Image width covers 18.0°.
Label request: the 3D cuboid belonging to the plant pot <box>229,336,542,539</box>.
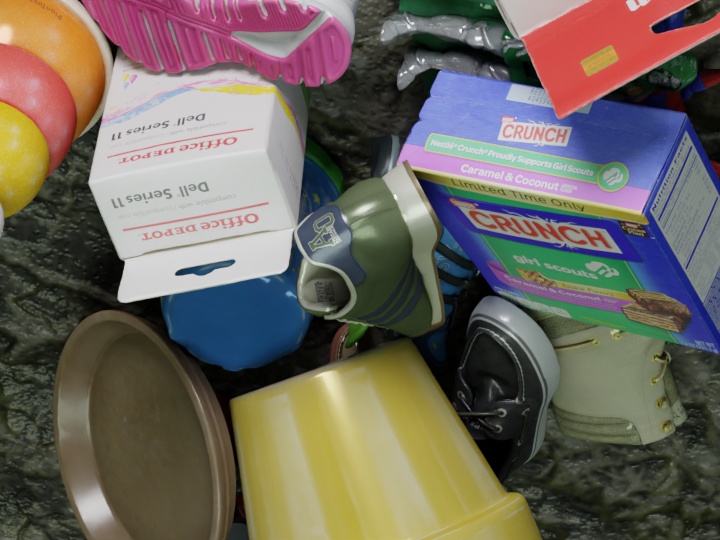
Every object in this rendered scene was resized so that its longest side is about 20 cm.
[{"bbox_3d":[0.005,0.152,1.505,0.201,0.201,0.189,-20,88,18],"label":"plant pot"}]

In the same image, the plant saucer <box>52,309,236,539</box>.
[{"bbox_3d":[-0.144,0.123,1.538,0.029,0.200,0.200,-14,141,-38],"label":"plant saucer"}]

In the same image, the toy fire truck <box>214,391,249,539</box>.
[{"bbox_3d":[-0.075,0.155,1.656,0.200,0.176,0.129,-9,147,-49],"label":"toy fire truck"}]

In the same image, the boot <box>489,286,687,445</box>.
[{"bbox_3d":[0.207,0.045,1.582,0.200,0.072,0.155,-13,127,21],"label":"boot"}]

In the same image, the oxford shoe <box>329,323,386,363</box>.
[{"bbox_3d":[0.042,0.124,1.621,0.075,0.070,0.200,-8,111,50],"label":"oxford shoe"}]

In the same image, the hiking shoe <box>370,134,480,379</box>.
[{"bbox_3d":[0.056,-0.002,1.547,0.087,0.074,0.200,-3,129,6],"label":"hiking shoe"}]

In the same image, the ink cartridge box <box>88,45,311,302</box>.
[{"bbox_3d":[-0.098,-0.075,1.412,0.117,0.200,0.067,-11,128,11],"label":"ink cartridge box"}]

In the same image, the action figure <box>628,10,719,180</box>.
[{"bbox_3d":[0.209,-0.132,1.425,0.099,0.065,0.200,23,137,28],"label":"action figure"}]

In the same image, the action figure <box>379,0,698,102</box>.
[{"bbox_3d":[0.113,-0.133,1.409,0.200,0.055,0.118,7,145,27],"label":"action figure"}]

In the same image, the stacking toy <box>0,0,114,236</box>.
[{"bbox_3d":[-0.238,-0.080,1.412,0.146,0.200,0.146,3,132,3],"label":"stacking toy"}]

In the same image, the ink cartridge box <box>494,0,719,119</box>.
[{"bbox_3d":[0.169,-0.192,1.296,0.200,0.176,0.045,-28,125,8],"label":"ink cartridge box"}]

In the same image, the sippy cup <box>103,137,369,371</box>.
[{"bbox_3d":[-0.078,-0.009,1.512,0.178,0.130,0.140,0,129,3],"label":"sippy cup"}]

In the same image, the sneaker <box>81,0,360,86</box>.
[{"bbox_3d":[-0.083,-0.174,1.412,0.200,0.088,0.081,14,138,20],"label":"sneaker"}]

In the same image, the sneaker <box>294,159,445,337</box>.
[{"bbox_3d":[0.000,0.000,1.422,0.090,0.067,0.200,-25,159,-7],"label":"sneaker"}]

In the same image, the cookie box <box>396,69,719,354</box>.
[{"bbox_3d":[0.141,-0.035,1.432,0.171,0.075,0.200,13,160,30],"label":"cookie box"}]

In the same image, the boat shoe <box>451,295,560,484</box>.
[{"bbox_3d":[0.091,0.094,1.595,0.070,0.066,0.200,32,154,17],"label":"boat shoe"}]
